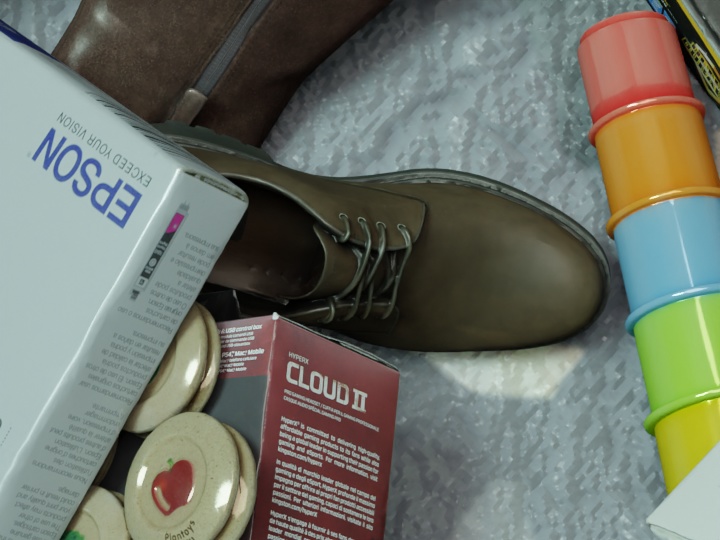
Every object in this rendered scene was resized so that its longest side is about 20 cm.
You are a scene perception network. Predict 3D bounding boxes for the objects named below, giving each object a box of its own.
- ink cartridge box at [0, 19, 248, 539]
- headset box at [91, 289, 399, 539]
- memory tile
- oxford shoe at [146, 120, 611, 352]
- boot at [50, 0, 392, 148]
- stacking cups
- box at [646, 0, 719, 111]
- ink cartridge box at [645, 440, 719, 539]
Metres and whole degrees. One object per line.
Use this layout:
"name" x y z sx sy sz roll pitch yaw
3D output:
"ink cartridge box" -0.151 0.016 0.894 0.196 0.043 0.201 34 95 44
"headset box" -0.071 0.106 0.889 0.148 0.075 0.201 -7 68 38
"memory tile" -0.124 0.070 0.885 0.200 0.017 0.154 -36 52 26
"oxford shoe" 0.000 0.000 0.938 0.199 0.084 0.073 8 105 -10
"boot" -0.017 -0.108 0.993 0.199 0.072 0.167 18 104 -31
"stacking cups" 0.126 -0.002 0.966 0.060 0.061 0.201 -8 70 -1
"box" 0.198 -0.162 1.017 0.199 0.049 0.160 -29 76 -8
"ink cartridge box" 0.220 0.075 0.890 0.200 0.083 0.145 -45 112 -12
